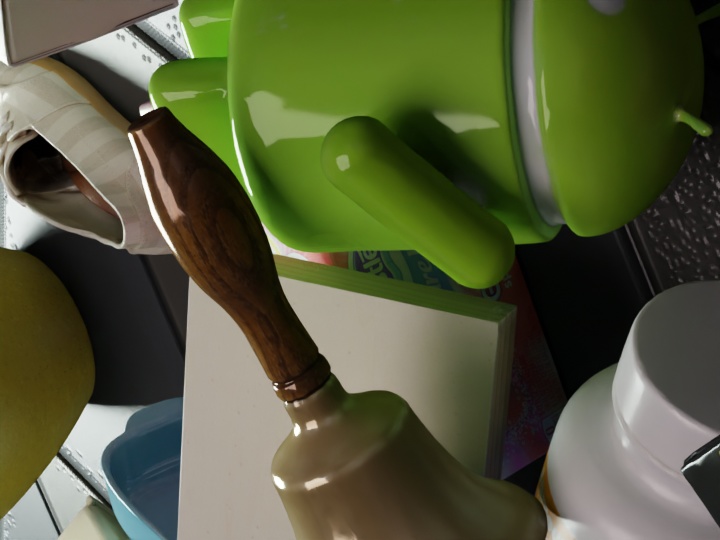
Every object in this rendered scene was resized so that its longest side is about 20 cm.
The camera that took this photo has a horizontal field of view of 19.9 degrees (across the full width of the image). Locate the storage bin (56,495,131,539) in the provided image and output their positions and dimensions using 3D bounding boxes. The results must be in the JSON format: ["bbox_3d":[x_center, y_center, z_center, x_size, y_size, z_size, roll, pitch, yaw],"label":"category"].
[{"bbox_3d":[-0.073,0.223,1.007,0.198,0.094,0.200,39,176,-18],"label":"storage bin"}]

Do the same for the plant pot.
[{"bbox_3d":[-0.241,0.061,1.199,0.200,0.142,0.201,31,134,38],"label":"plant pot"}]

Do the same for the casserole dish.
[{"bbox_3d":[-0.041,0.131,0.993,0.200,0.121,0.039,37,129,33],"label":"casserole dish"}]

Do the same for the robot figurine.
[{"bbox_3d":[0.030,-0.066,0.729,0.199,0.176,0.116,-2,132,18],"label":"robot figurine"}]

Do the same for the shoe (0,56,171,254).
[{"bbox_3d":[-0.158,-0.062,1.086,0.200,0.053,0.070,31,134,39],"label":"shoe"}]

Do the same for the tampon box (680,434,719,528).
[{"bbox_3d":[0.224,0.086,0.587,0.200,0.150,0.126,56,146,10],"label":"tampon box"}]

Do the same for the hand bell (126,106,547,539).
[{"bbox_3d":[-0.026,0.032,0.717,0.104,0.104,0.200,-3,123,54],"label":"hand bell"}]

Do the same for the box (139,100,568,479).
[{"bbox_3d":[0.000,0.000,0.879,0.102,0.094,0.201,-8,105,52],"label":"box"}]

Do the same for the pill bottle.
[{"bbox_3d":[0.118,0.103,0.776,0.112,0.112,0.201,41,140,29],"label":"pill bottle"}]

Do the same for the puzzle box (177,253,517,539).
[{"bbox_3d":[-0.011,0.097,0.830,0.132,0.025,0.201,12,111,19],"label":"puzzle box"}]

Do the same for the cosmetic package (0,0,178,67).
[{"bbox_3d":[-0.190,-0.177,1.012,0.200,0.103,0.073,29,132,39],"label":"cosmetic package"}]
